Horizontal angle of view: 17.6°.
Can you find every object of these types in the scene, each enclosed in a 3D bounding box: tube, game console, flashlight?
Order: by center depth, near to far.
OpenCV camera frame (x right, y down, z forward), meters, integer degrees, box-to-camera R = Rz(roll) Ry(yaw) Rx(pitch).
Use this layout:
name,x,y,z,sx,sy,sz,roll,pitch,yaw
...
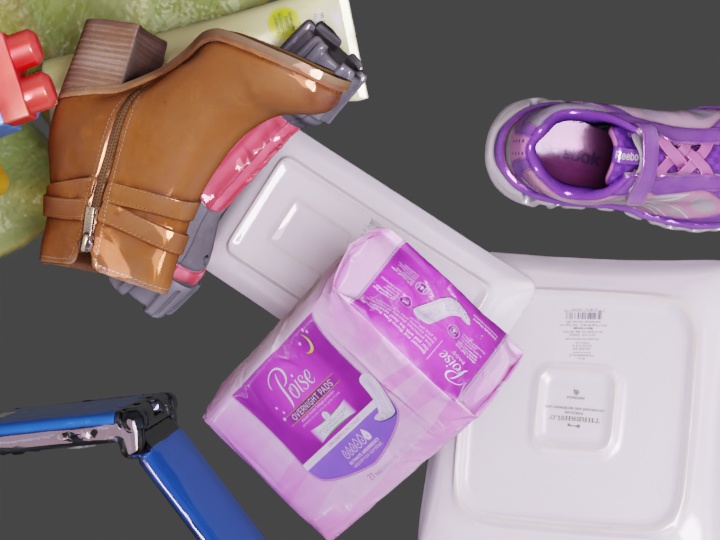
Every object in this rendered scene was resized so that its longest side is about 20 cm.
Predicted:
name,x,y,z,sx,sy,sz,roll,pitch,yaw
game console,-0.146,0.137,1.386,0.170,0.200,0.119,-6,89,1
flashlight,-0.078,-0.061,1.432,0.200,0.068,0.068,-46,80,15
tube,-0.099,-0.128,1.464,0.199,0.058,0.052,-11,49,-3

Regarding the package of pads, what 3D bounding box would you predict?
name,x,y,z,sx,sy,sz,roll,pitch,yaw
package of pads,-0.004,0.070,1.394,0.120,0.200,0.076,42,50,-1

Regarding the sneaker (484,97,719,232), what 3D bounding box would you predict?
name,x,y,z,sx,sy,sz,roll,pitch,yaw
sneaker,0.178,-0.068,1.439,0.199,0.088,0.081,4,88,0

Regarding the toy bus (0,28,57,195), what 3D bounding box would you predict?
name,x,y,z,sx,sy,sz,roll,pitch,yaw
toy bus,-0.287,-0.117,1.416,0.191,0.136,0.201,-23,88,5

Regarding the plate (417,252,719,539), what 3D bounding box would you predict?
name,x,y,z,sx,sy,sz,roll,pitch,yaw
plate,0.134,0.086,1.421,0.199,0.032,0.201,2,78,20

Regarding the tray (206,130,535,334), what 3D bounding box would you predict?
name,x,y,z,sx,sy,sz,roll,pitch,yaw
tray,0.000,0.000,1.448,0.200,0.022,0.108,33,90,17

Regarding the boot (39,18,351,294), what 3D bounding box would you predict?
name,x,y,z,sx,sy,sz,roll,pitch,yaw
boot,-0.101,-0.062,1.376,0.199,0.074,0.156,8,84,35
